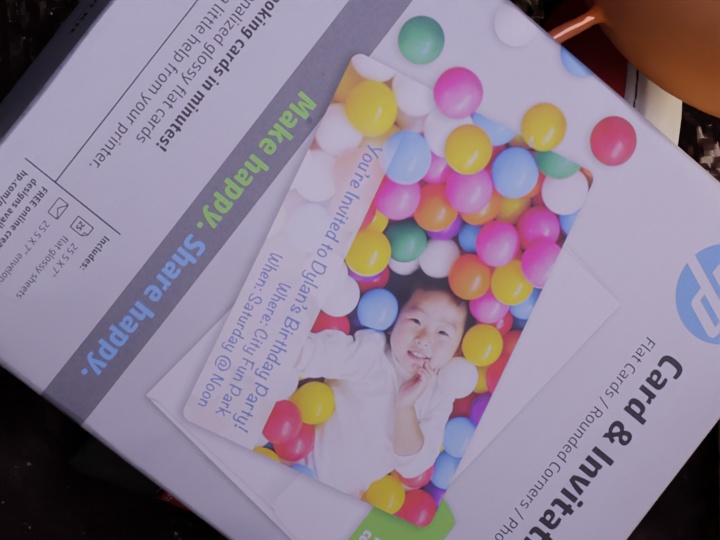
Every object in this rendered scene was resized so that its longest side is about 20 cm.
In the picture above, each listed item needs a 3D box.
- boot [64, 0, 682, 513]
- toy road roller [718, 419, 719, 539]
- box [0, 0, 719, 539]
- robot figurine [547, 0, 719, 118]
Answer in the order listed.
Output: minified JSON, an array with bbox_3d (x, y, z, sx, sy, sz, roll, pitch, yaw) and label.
[{"bbox_3d":[0.000,-0.014,0.813,0.144,0.072,0.200,30,76,-17],"label":"boot"},{"bbox_3d":[0.218,0.075,0.859,0.199,0.146,0.123,3,82,-25],"label":"toy road roller"},{"bbox_3d":[0.000,0.000,0.754,0.200,0.041,0.156,40,86,-17],"label":"box"},{"bbox_3d":[0.131,-0.123,0.796,0.144,0.117,0.200,41,70,-19],"label":"robot figurine"}]
